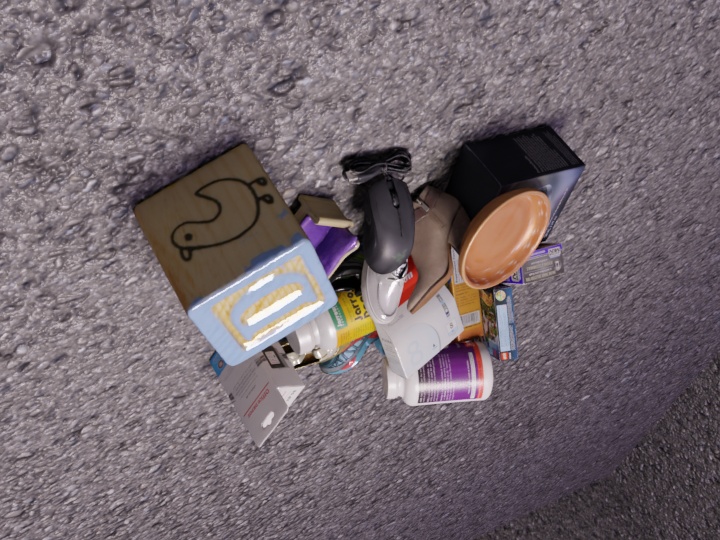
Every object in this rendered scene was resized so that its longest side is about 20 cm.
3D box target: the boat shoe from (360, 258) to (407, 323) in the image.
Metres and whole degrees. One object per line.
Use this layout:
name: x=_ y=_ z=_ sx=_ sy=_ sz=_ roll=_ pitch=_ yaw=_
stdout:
boat shoe: x=0.051 y=-0.009 z=1.535 sx=0.072 sy=0.068 sz=0.200 roll=9 pitch=86 yaw=-32

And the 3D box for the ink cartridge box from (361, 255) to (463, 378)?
ink cartridge box: x=0.098 y=0.069 z=1.617 sx=0.160 sy=0.047 sz=0.200 roll=-36 pitch=124 yaw=-28

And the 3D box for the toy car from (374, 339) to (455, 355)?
toy car: x=0.135 y=0.122 z=1.821 sx=0.177 sy=0.184 sz=0.200 roll=-21 pitch=134 yaw=-21

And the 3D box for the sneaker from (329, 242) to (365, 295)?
sneaker: x=0.000 y=0.000 z=1.593 sx=0.199 sy=0.083 sz=0.071 roll=-24 pitch=148 yaw=-19

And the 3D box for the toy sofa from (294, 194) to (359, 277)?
toy sofa: x=-0.098 y=-0.018 z=1.459 sx=0.083 sy=0.098 sz=0.200 roll=5 pitch=132 yaw=-48

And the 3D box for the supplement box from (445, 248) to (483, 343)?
supplement box: x=0.185 y=0.033 z=1.730 sx=0.069 sy=0.067 sz=0.200 roll=-11 pitch=101 yaw=-28

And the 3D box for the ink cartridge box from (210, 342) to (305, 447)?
ink cartridge box: x=-0.175 y=0.197 z=1.585 sx=0.067 sy=0.200 sz=0.116 roll=1 pitch=135 yaw=-46

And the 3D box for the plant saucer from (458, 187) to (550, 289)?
plant saucer: x=0.238 y=-0.059 z=1.529 sx=0.200 sy=0.037 sz=0.200 roll=-27 pitch=141 yaw=-25

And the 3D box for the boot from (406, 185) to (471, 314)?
boot: x=0.109 y=-0.043 z=1.573 sx=0.200 sy=0.146 sz=0.070 roll=-46 pitch=171 yaw=-2

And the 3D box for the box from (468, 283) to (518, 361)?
box: x=0.250 y=0.089 z=1.755 sx=0.038 sy=0.137 sz=0.200 roll=-8 pitch=-173 yaw=-10

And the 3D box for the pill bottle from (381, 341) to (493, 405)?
pill bottle: x=0.144 y=0.197 z=1.711 sx=0.200 sy=0.113 sz=0.113 roll=-3 pitch=143 yaw=-8

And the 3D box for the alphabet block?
alphabet block: x=-0.174 y=-0.019 z=1.284 sx=0.195 sy=0.200 sz=0.196 roll=-31 pitch=150 yaw=-7

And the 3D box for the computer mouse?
computer mouse: x=0.044 y=-0.087 z=1.445 sx=0.138 sy=0.053 sz=0.200 roll=-17 pitch=110 yaw=-34

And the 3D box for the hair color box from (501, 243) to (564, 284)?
hair color box: x=0.285 y=-0.017 z=1.751 sx=0.109 sy=0.200 sz=0.065 roll=-14 pitch=101 yaw=-32

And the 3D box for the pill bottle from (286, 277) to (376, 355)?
pill bottle: x=-0.038 y=0.077 z=1.636 sx=0.200 sy=0.113 sz=0.113 roll=-22 pitch=147 yaw=-20

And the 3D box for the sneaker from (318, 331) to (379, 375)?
sneaker: x=-0.022 y=0.118 z=1.769 sx=0.200 sy=0.079 sz=0.095 roll=-46 pitch=131 yaw=11

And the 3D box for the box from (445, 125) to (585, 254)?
box: x=0.265 y=-0.135 z=1.626 sx=0.198 sy=0.123 sz=0.200 roll=-15 pitch=144 yaw=-27

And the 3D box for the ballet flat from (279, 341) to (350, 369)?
ballet flat: x=-0.103 y=0.152 z=1.684 sx=0.200 sy=0.071 sz=0.071 roll=-17 pitch=148 yaw=-4
